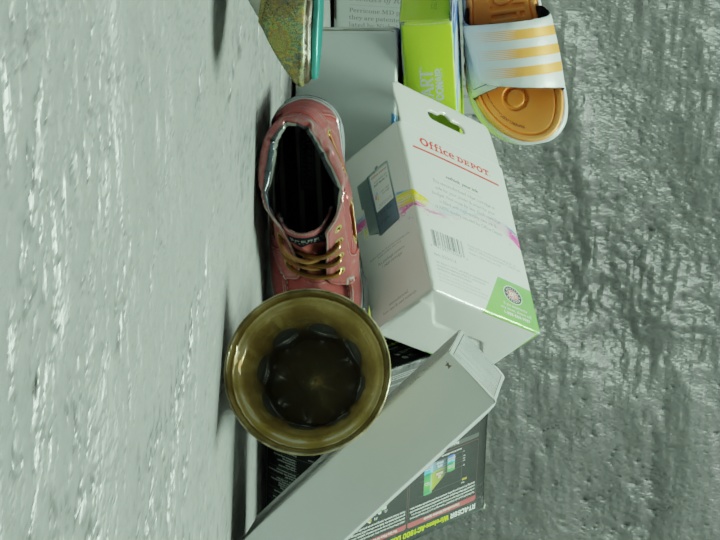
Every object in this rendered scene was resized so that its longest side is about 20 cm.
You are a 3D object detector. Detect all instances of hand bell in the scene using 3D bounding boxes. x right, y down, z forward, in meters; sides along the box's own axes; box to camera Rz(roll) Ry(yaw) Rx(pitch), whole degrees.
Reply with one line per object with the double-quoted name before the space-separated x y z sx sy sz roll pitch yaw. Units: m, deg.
"hand bell" -0.023 0.082 1.363 0.200 0.104 0.104 64 28 -77

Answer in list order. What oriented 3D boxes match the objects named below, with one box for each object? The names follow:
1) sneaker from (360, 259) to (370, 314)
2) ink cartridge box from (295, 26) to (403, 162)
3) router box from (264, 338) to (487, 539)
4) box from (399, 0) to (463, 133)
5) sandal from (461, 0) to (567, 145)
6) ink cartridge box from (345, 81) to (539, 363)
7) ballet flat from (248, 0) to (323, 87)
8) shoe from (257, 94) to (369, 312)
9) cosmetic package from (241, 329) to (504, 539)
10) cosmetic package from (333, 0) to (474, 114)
"sneaker" 0.000 0.000 1.687 0.200 0.078 0.090 -57 139 -70
"ink cartridge box" -0.004 -0.129 1.708 0.200 0.084 0.145 -54 144 -82
"router box" 0.015 0.132 1.565 0.200 0.062 0.150 -15 112 -46
"box" 0.060 -0.154 1.666 0.122 0.048 0.200 -85 171 -61
"sandal" 0.114 -0.203 1.654 0.059 0.079 0.207 46 32 -85
"ink cartridge box" 0.057 -0.034 1.561 0.067 0.117 0.200 -37 -133 34
"ballet flat" -0.046 -0.208 1.202 0.071 0.071 0.200 42 54 -85
"shoe" -0.037 -0.019 1.448 0.091 0.071 0.200 -66 152 -76
"cosmetic package" 0.007 0.130 1.377 0.200 0.051 0.083 -43 179 12
"cosmetic package" 0.061 -0.278 1.985 0.165 0.165 0.200 -84 175 -49
